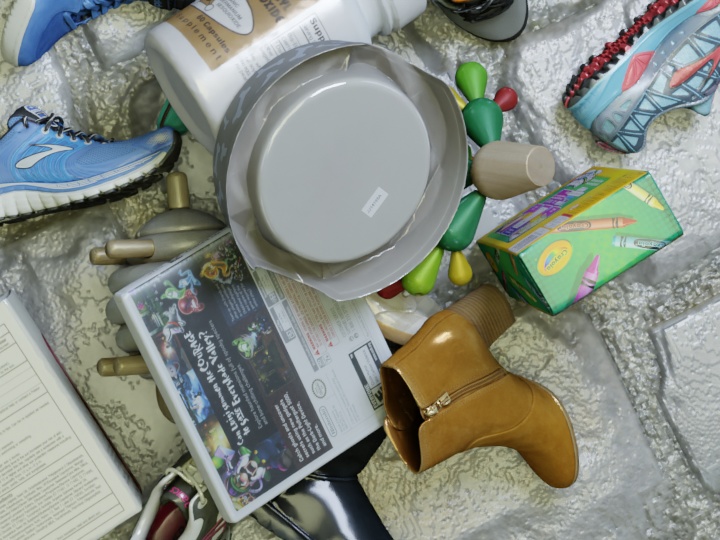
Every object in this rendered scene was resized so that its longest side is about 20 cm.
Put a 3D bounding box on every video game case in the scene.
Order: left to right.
[{"bbox_3d":[-0.071,0.062,1.629,0.182,0.023,0.201,-32,107,-24],"label":"video game case"}]

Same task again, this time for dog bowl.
[{"bbox_3d":[-0.020,-0.079,1.577,0.199,0.059,0.201,-11,116,-24],"label":"dog bowl"}]

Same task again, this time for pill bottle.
[{"bbox_3d":[-0.055,-0.183,1.619,0.200,0.114,0.115,-34,97,-12],"label":"pill bottle"}]

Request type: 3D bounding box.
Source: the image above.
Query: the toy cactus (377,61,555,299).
[{"bbox_3d":[0.089,-0.069,1.663,0.102,0.165,0.201,38,66,-31],"label":"toy cactus"}]

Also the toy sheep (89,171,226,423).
[{"bbox_3d":[-0.141,0.022,1.674,0.137,0.138,0.201,-3,89,-6],"label":"toy sheep"}]

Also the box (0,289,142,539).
[{"bbox_3d":[-0.277,0.133,1.675,0.128,0.109,0.200,-32,96,-3],"label":"box"}]

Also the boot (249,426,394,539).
[{"bbox_3d":[0.000,0.158,1.721,0.200,0.076,0.168,35,93,-1],"label":"boot"}]

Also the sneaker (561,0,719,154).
[{"bbox_3d":[0.264,-0.175,1.738,0.200,0.079,0.096,-40,106,6],"label":"sneaker"}]

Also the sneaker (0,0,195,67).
[{"bbox_3d":[-0.190,-0.225,1.676,0.111,0.077,0.200,35,83,2],"label":"sneaker"}]

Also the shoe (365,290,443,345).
[{"bbox_3d":[0.000,0.000,1.711,0.200,0.070,0.053,32,113,-5],"label":"shoe"}]

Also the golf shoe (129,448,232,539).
[{"bbox_3d":[-0.110,0.162,1.657,0.077,0.088,0.200,34,94,19],"label":"golf shoe"}]

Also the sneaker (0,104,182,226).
[{"bbox_3d":[-0.240,-0.091,1.674,0.199,0.079,0.090,-11,89,5],"label":"sneaker"}]

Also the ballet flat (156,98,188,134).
[{"bbox_3d":[-0.093,-0.186,1.692,0.070,0.067,0.201,25,90,3],"label":"ballet flat"}]

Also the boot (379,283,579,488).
[{"bbox_3d":[0.089,0.125,1.693,0.144,0.071,0.202,-40,115,-34],"label":"boot"}]

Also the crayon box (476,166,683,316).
[{"bbox_3d":[0.168,-0.026,1.665,0.119,0.200,0.058,-32,96,-3],"label":"crayon box"}]

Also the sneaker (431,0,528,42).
[{"bbox_3d":[0.081,-0.225,1.659,0.074,0.200,0.080,-23,61,15],"label":"sneaker"}]
